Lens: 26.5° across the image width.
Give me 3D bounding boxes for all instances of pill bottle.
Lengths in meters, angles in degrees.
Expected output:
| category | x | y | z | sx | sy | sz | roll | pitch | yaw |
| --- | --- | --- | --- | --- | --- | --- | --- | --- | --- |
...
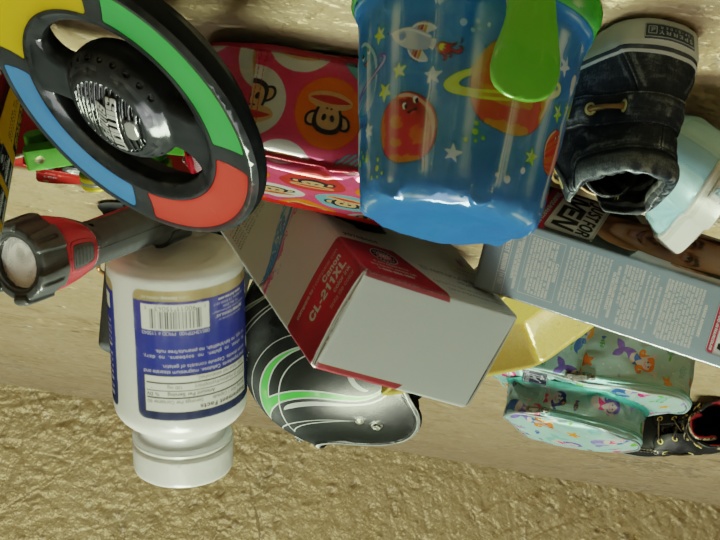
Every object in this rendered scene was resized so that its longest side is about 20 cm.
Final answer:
| category | x | y | z | sx | sy | sz | roll | pitch | yaw |
| --- | --- | --- | --- | --- | --- | --- | --- | --- | --- |
| pill bottle | -0.157 | 0.077 | 1.321 | 0.118 | 0.203 | 0.120 | 1 | -159 | 0 |

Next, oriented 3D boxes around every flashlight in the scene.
| category | x | y | z | sx | sy | sz | roll | pitch | yaw |
| --- | --- | --- | --- | --- | --- | --- | --- | --- | --- |
| flashlight | -0.213 | -0.029 | 1.233 | 0.068 | 0.068 | 0.199 | -41 | 173 | 33 |

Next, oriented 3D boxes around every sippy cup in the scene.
| category | x | y | z | sx | sy | sz | roll | pitch | yaw |
| --- | --- | --- | --- | --- | --- | --- | --- | --- | --- |
| sippy cup | 0.054 | -0.086 | 0.811 | 0.138 | 0.132 | 0.178 | 4 | 168 | 21 |

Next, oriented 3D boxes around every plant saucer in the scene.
| category | x | y | z | sx | sy | sz | roll | pitch | yaw |
| --- | --- | --- | --- | --- | --- | --- | --- | --- | --- |
| plant saucer | 0.132 | 0.029 | 1.264 | 0.198 | 0.049 | 0.200 | -7 | 156 | -40 |

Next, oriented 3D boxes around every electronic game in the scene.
| category | x | y | z | sx | sy | sz | roll | pitch | yaw |
| --- | --- | --- | --- | --- | --- | --- | --- | --- | --- |
| electronic game | -0.139 | -0.100 | 0.900 | 0.198 | 0.042 | 0.201 | 27 | 148 | 18 |

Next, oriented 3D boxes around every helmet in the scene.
| category | x | y | z | sx | sy | sz | roll | pitch | yaw |
| --- | --- | --- | --- | --- | --- | --- | --- | --- | --- |
| helmet | -0.019 | 0.062 | 1.383 | 0.188 | 0.203 | 0.199 | -4 | 163 | 30 |

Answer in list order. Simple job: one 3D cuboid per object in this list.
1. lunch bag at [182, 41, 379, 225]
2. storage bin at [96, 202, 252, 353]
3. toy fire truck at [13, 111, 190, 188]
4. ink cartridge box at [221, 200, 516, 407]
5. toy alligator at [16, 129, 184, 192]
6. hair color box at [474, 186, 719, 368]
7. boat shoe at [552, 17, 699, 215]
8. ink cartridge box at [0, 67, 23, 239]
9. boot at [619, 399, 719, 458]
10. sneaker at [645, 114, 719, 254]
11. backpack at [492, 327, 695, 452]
| category | x | y | z | sx | sy | sz | roll | pitch | yaw |
| --- | --- | --- | --- | --- | --- | --- | --- | --- | --- |
| lunch bag | -0.018 | -0.082 | 1.012 | 0.197 | 0.083 | 0.176 | 12 | 171 | -3 |
| storage bin | -0.189 | 0.027 | 1.478 | 0.143 | 0.136 | 0.200 | 5 | 166 | 15 |
| toy fire truck | -0.227 | -0.086 | 1.192 | 0.197 | 0.049 | 0.141 | 10 | 168 | -10 |
| ink cartridge box | 0.000 | 0.000 | 1.129 | 0.144 | 0.083 | 0.200 | 16 | -159 | -34 |
| toy alligator | -0.197 | -0.094 | 1.099 | 0.197 | 0.060 | 0.054 | -5 | -151 | 7 |
| hair color box | 0.191 | 0.001 | 1.093 | 0.198 | 0.061 | 0.099 | 19 | -156 | 14 |
| boat shoe | 0.130 | -0.074 | 0.901 | 0.070 | 0.092 | 0.200 | 13 | 166 | -13 |
| ink cartridge box | -0.277 | -0.055 | 1.004 | 0.083 | 0.203 | 0.176 | 8 | 168 | -3 |
| boot | 0.432 | 0.212 | 2.039 | 0.197 | 0.074 | 0.151 | 4 | 169 | 1 |
| sneaker | 0.203 | -0.067 | 0.991 | 0.082 | 0.074 | 0.200 | 37 | 175 | 7 |
| backpack | 0.236 | 0.102 | 1.530 | 0.197 | 0.153 | 0.178 | -1 | 164 | 18 |
